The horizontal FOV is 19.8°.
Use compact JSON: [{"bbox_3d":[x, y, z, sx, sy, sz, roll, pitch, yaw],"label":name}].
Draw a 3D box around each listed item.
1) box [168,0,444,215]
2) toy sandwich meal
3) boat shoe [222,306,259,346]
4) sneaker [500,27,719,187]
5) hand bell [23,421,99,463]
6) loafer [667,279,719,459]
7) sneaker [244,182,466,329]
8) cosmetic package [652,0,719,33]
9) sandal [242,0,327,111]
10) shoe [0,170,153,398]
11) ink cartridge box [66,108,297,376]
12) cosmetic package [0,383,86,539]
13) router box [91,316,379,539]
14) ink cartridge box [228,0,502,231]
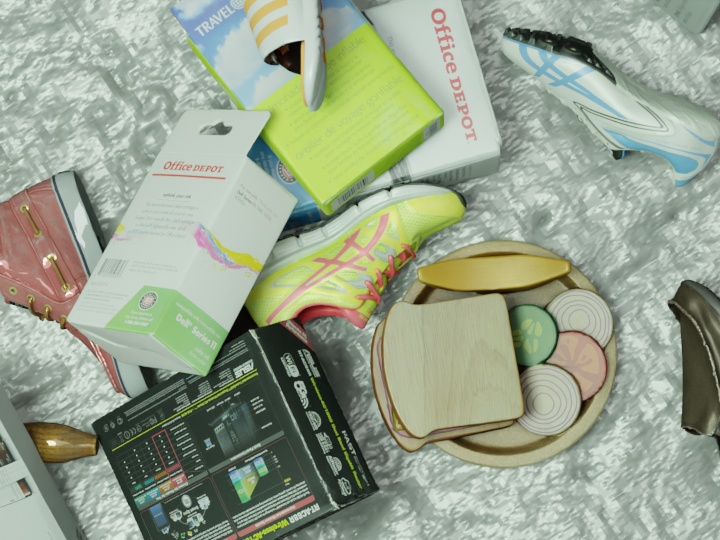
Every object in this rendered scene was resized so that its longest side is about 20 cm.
[{"bbox_3d":[-0.042,-0.157,1.607,0.122,0.048,0.200,-38,79,-5],"label":"box"},{"bbox_3d":[0.107,0.065,1.648,0.205,0.070,0.206,0,83,2],"label":"toy sandwich meal"},{"bbox_3d":[-0.076,0.092,1.652,0.070,0.070,0.200,-31,82,-3],"label":"boat shoe"},{"bbox_3d":[0.196,-0.136,1.675,0.200,0.072,0.073,31,112,12],"label":"sneaker"},{"bbox_3d":[-0.307,0.132,1.631,0.200,0.104,0.104,2,83,4],"label":"hand bell"},{"bbox_3d":[0.286,0.104,1.636,0.071,0.073,0.200,-23,82,0],"label":"loafer"},{"bbox_3d":[0.000,0.000,1.641,0.200,0.078,0.090,-27,72,4],"label":"sneaker"},{"bbox_3d":[0.253,-0.326,1.645,0.200,0.165,0.165,40,85,5],"label":"cosmetic package"},{"bbox_3d":[-0.060,-0.213,1.561,0.059,0.079,0.207,-5,69,1],"label":"sandal"},{"bbox_3d":[-0.240,0.023,1.667,0.091,0.071,0.200,-22,77,0],"label":"shoe"},{"bbox_3d":[-0.127,-0.025,1.584,0.067,0.117,0.200,41,68,-37],"label":"ink cartridge box"},{"bbox_3d":[-0.285,0.171,1.593,0.082,0.051,0.200,-18,127,5],"label":"cosmetic package"},{"bbox_3d":[-0.099,0.144,1.596,0.200,0.062,0.150,-30,81,36],"label":"router box"},{"bbox_3d":[0.001,-0.128,1.668,0.200,0.084,0.145,-15,81,0],"label":"ink cartridge box"}]
